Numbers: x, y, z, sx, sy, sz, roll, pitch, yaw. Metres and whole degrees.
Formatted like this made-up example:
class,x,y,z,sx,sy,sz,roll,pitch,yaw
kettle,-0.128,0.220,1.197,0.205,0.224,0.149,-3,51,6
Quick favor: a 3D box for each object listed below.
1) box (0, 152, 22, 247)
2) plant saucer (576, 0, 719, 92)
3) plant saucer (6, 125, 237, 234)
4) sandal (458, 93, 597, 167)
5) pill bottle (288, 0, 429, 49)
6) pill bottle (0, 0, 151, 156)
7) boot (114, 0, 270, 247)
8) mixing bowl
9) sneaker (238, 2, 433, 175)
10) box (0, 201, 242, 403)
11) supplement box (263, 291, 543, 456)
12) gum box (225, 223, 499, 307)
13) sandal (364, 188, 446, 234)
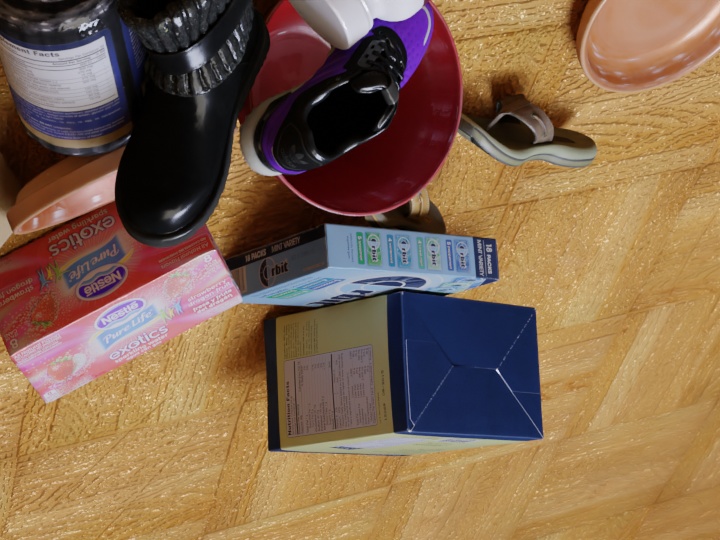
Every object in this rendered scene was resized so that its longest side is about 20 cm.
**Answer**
class,x,y,z,sx,sy,sz,roll,pitch,yaw
box,-0.348,-0.020,1.499,0.200,0.021,0.164,-55,155,-19
plant saucer,0.284,-0.249,1.760,0.199,0.038,0.201,-21,147,-15
plant saucer,-0.195,-0.085,1.538,0.200,0.032,0.200,-26,179,-1
sandal,0.152,-0.138,1.786,0.200,0.080,0.058,0,121,-48
pill bottle,0.034,-0.262,1.427,0.200,0.113,0.113,-42,150,-11
pill bottle,-0.213,-0.184,1.384,0.111,0.112,0.200,-22,147,-12
boot,-0.133,-0.135,1.359,0.079,0.212,0.158,14,165,10
mixing bowl,-0.027,-0.147,1.549,0.199,0.108,0.201,-4,97,-32
sneaker,0.005,-0.141,1.445,0.200,0.099,0.070,-47,116,-24
box,-0.219,0.015,1.665,0.199,0.103,0.095,-27,148,-3
supplement box,0.041,0.108,1.890,0.199,0.135,0.199,8,165,-44
gum box,0.000,0.000,1.786,0.199,0.045,0.170,3,167,-37
sandal,0.042,-0.072,1.770,0.054,0.081,0.200,-26,156,19
